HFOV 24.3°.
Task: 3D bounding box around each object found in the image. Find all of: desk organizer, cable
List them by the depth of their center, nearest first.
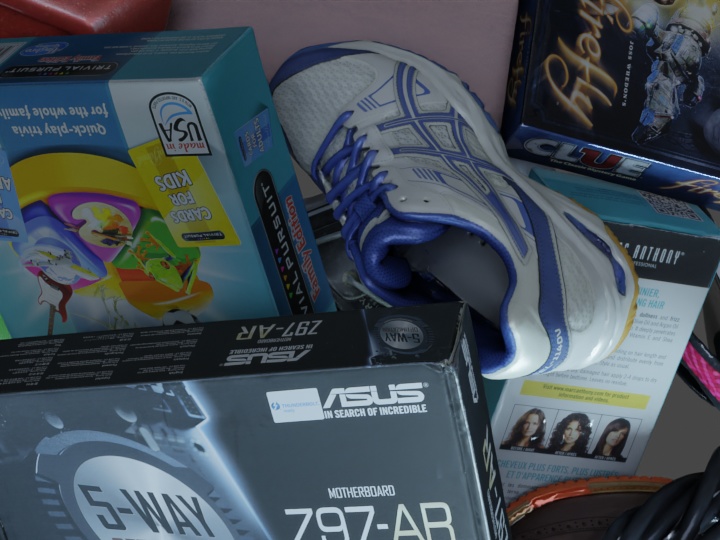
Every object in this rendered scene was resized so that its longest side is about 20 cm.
[{"bbox_3d":[0.147,0.154,0.744,0.163,0.200,0.051,-48,48,14],"label":"cable"},{"bbox_3d":[-0.006,-0.104,0.799,0.199,0.072,0.077,10,91,2],"label":"desk organizer"}]

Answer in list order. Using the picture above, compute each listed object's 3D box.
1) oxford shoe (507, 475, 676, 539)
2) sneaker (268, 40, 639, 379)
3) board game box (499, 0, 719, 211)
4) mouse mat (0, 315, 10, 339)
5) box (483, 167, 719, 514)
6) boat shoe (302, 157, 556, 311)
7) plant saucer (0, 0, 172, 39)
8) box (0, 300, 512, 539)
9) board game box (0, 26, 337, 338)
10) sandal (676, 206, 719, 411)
[{"bbox_3d":[0.069,0.152,0.743,0.199,0.073,0.071,-21,122,-6],"label":"oxford shoe"},{"bbox_3d":[0.022,-0.031,0.689,0.200,0.088,0.075,39,122,28],"label":"sneaker"},{"bbox_3d":[0.142,-0.132,0.759,0.135,0.035,0.201,13,70,-11],"label":"board game box"},{"bbox_3d":[-0.190,0.107,0.849,0.160,0.008,0.201,18,95,1],"label":"mouse mat"},{"bbox_3d":[0.091,0.057,0.769,0.082,0.049,0.200,8,115,-20],"label":"box"},{"bbox_3d":[0.000,0.000,0.785,0.199,0.072,0.071,-16,49,20],"label":"boat shoe"},{"bbox_3d":[-0.201,-0.083,0.772,0.199,0.037,0.200,22,127,1],"label":"plant saucer"},{"bbox_3d":[-0.043,0.097,0.664,0.199,0.044,0.161,-4,119,14],"label":"box"},{"bbox_3d":[-0.093,-0.004,0.726,0.151,0.047,0.200,2,125,29],"label":"board game box"},{"bbox_3d":[0.167,0.043,0.799,0.045,0.075,0.201,-19,95,5],"label":"sandal"}]
